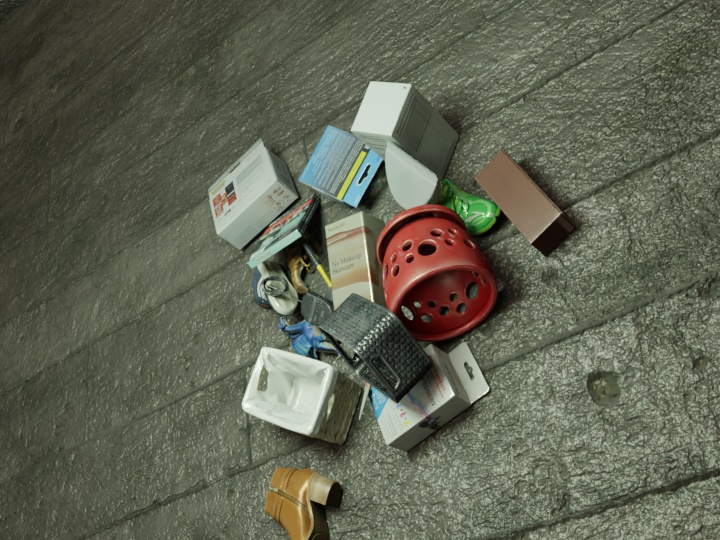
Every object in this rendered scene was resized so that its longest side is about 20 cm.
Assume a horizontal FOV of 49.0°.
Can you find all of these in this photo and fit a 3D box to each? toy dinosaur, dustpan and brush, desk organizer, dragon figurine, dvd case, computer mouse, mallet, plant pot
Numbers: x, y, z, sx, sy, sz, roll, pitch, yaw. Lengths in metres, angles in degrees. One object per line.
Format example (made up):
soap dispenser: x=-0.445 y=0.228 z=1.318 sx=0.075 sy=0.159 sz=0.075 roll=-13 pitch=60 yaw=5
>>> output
toy dinosaur: x=-0.146 y=-0.046 z=1.749 sx=0.105 sy=0.060 sz=0.203 roll=-34 pitch=52 yaw=22
dustpan and brush: x=0.099 y=-0.145 z=1.529 sx=0.139 sy=0.057 sz=0.202 roll=40 pitch=140 yaw=28
desk organizer: x=0.296 y=-0.126 z=1.435 sx=0.077 sy=0.071 sz=0.201 roll=-45 pitch=49 yaw=15
dragon figurine: x=-0.099 y=0.149 z=1.622 sx=0.100 sy=0.059 sz=0.201 roll=-48 pitch=48 yaw=10
dvd case: x=-0.166 y=-0.090 z=1.740 sx=0.145 sy=0.022 sz=0.201 roll=-32 pitch=18 yaw=22
computer mouse: x=-0.122 y=0.059 z=1.609 sx=0.198 sy=0.034 sz=0.060 roll=27 pitch=107 yaw=29
mallet: x=-0.086 y=-0.004 z=1.642 sx=0.041 sy=0.066 sz=0.201 roll=-41 pitch=70 yaw=16
plant pot: x=0.132 y=-0.003 z=1.427 sx=0.199 sy=0.200 sz=0.185 roll=-33 pitch=45 yaw=21

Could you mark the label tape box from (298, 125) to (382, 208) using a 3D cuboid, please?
label tape box: x=-0.027 y=-0.220 z=1.736 sx=0.198 sy=0.066 sz=0.145 roll=28 pitch=88 yaw=40

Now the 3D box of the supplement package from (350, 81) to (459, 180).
supplement package: x=0.092 y=-0.274 z=1.576 sx=0.108 sy=0.199 sz=0.116 roll=15 pitch=78 yaw=40

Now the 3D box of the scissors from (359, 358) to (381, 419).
scissors: x=0.021 y=0.199 z=1.466 sx=0.073 sy=0.014 sz=0.201 roll=-39 pitch=17 yaw=16

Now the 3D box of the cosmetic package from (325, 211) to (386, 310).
cosmetic package: x=0.000 y=0.000 z=1.575 sx=0.102 sy=0.087 sz=0.204 roll=-21 pitch=67 yaw=31

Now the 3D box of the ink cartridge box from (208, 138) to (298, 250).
ink cartridge box: x=-0.261 y=-0.185 z=1.883 sx=0.199 sy=0.084 sz=0.177 roll=-39 pitch=44 yaw=17

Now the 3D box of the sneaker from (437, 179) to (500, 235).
sneaker: x=0.179 y=-0.125 z=1.516 sx=0.198 sy=0.083 sz=0.075 roll=23 pitch=84 yaw=42

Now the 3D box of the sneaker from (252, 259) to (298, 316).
sneaker: x=-0.193 y=0.057 z=1.725 sx=0.086 sy=0.074 sz=0.201 roll=-61 pitch=29 yaw=20

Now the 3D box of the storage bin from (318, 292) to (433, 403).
storage bin: x=0.024 y=0.132 z=1.392 sx=0.094 sy=0.136 sz=0.199 roll=-43 pitch=22 yaw=-10

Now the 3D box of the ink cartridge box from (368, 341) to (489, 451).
ink cartridge box: x=0.119 y=0.217 z=1.414 sx=0.199 sy=0.068 sz=0.116 roll=-39 pitch=50 yaw=17

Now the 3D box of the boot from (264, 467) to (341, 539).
boot: x=-0.128 y=0.473 z=1.487 sx=0.152 sy=0.074 sz=0.203 roll=3 pitch=60 yaw=37

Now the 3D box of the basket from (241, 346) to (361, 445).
basket: x=-0.112 y=0.245 z=1.544 sx=0.197 sy=0.123 sz=0.138 roll=10 pitch=75 yaw=39
